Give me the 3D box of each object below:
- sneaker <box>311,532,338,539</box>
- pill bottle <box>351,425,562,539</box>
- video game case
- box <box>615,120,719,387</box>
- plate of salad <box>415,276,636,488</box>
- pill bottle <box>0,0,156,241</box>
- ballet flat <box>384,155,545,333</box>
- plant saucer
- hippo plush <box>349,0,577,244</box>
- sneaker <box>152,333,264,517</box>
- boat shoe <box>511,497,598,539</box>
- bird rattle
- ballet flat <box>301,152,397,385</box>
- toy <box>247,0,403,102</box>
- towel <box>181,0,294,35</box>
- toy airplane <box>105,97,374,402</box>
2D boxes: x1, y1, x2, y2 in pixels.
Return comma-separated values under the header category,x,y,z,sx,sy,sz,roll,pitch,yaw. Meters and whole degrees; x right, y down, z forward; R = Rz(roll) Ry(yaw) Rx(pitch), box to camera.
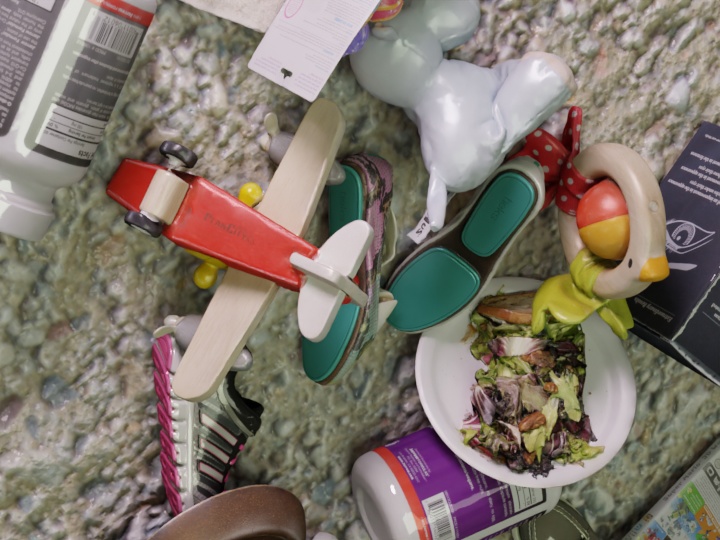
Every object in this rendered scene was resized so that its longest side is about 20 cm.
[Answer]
category,x,y,z,sx,sy,sz,roll,pitch,yaw
sneaker,0.003,0.315,1.488,0.084,0.073,0.201,1,123,21
pill bottle,0.099,0.182,1.481,0.199,0.112,0.113,-21,114,-17
video game case,0.347,0.258,1.657,0.200,0.018,0.144,-43,119,-15
box,0.323,-0.013,1.500,0.104,0.148,0.201,34,92,-29
plate of salad,0.146,0.090,1.445,0.198,0.201,0.048,-14,156,-20
pill bottle,-0.238,-0.132,1.227,0.115,0.116,0.201,22,97,-28
ballet flat,0.094,-0.022,1.428,0.069,0.070,0.200,22,126,-28
plant saucer,-0.123,0.264,1.401,0.199,0.035,0.201,-26,142,-22
hippo plush,0.059,-0.147,1.366,0.200,0.159,0.161,-44,93,-11
sneaker,-0.120,0.141,1.391,0.087,0.074,0.202,-8,106,-18
boat shoe,0.211,0.289,1.594,0.072,0.060,0.202,-39,118,-9
bird rattle,0.204,-0.044,1.411,0.112,0.163,0.202,4,79,-28
ballet flat,0.000,0.000,1.411,0.071,0.069,0.202,-6,109,-43
toy,0.004,-0.218,1.274,0.047,0.115,0.201,29,93,-34
towel,-0.082,-0.259,1.303,0.199,0.034,0.134,17,100,-28
toy airplane,-0.081,-0.018,1.321,0.198,0.141,0.201,-19,82,-3
